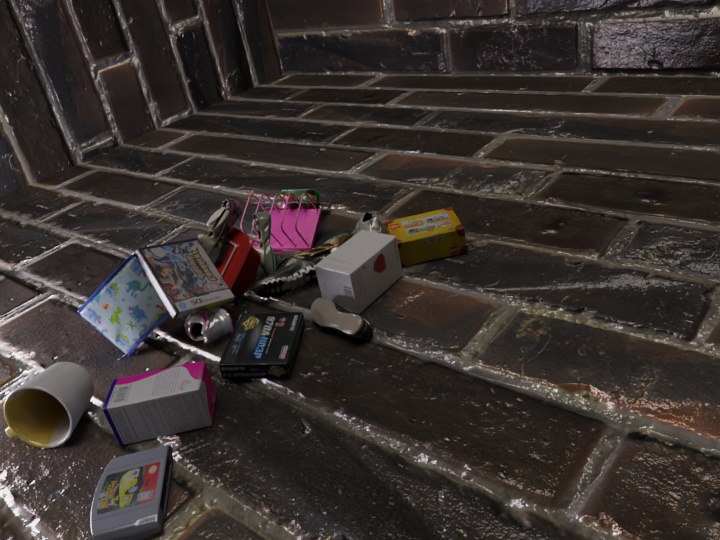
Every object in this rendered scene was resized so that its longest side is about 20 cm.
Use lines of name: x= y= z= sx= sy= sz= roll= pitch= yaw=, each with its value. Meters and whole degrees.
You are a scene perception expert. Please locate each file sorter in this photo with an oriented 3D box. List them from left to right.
file sorter: x=-0.241 y=-0.153 z=1.957 sx=0.198 sy=0.126 sz=0.140 roll=1 pitch=62 yaw=22

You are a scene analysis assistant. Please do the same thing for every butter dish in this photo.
butter dish: x=-0.347 y=-0.007 z=1.790 sx=0.199 sy=0.147 sz=0.201 roll=26 pitch=90 yaw=45

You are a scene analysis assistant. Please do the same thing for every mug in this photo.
mug: x=-0.675 y=0.276 z=1.412 sx=0.184 sy=0.151 sz=0.153 roll=-1 pitch=22 yaw=6

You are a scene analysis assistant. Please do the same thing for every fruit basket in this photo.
fruit basket: x=-0.216 y=-0.225 z=2.100 sx=0.183 sy=0.095 sz=0.200 roll=1 pitch=-1 yaw=23

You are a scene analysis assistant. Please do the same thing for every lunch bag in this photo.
lunch bag: x=-0.569 y=0.085 z=1.614 sx=0.200 sy=0.170 sz=0.127 roll=-48 pitch=11 yaw=-7

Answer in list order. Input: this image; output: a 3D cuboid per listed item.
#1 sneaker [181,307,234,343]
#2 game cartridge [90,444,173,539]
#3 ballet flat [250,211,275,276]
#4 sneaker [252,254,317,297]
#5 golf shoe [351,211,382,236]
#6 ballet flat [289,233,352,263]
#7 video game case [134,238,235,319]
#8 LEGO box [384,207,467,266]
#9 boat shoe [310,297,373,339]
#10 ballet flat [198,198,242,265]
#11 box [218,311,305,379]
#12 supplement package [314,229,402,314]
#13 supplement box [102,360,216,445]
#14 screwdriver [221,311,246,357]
sneaker: x=-0.409 y=0.123 z=1.634 sx=0.199 sy=0.082 sz=0.088 roll=15 pitch=37 yaw=41
game cartridge: x=-0.417 y=0.408 z=1.187 sx=0.132 sy=0.041 sz=0.200 roll=-17 pitch=29 yaw=-1
ballet flat: x=-0.279 y=-0.070 z=1.839 sx=0.063 sy=0.202 sz=0.067 roll=0 pitch=-17 yaw=-20
sneaker: x=-0.201 y=0.011 z=1.748 sx=0.198 sy=0.067 sz=0.091 roll=-19 pitch=51 yaw=-20
golf shoe: x=0.029 y=-0.100 z=1.827 sx=0.078 sy=0.098 sz=0.200 roll=9 pitch=23 yaw=-26
ballet flat: x=-0.104 y=-0.039 z=1.831 sx=0.198 sy=0.068 sz=0.073 roll=-20 pitch=50 yaw=-13
video game case: x=-0.429 y=0.014 z=1.599 sx=0.180 sy=0.026 sz=0.201 roll=-16 pitch=64 yaw=-49
LEGO box: x=0.178 y=-0.093 z=1.794 sx=0.198 sy=0.078 sz=0.149 roll=-13 pitch=29 yaw=0
boat shoe: x=-0.047 y=0.120 z=1.544 sx=0.199 sy=0.057 sz=0.067 roll=20 pitch=78 yaw=49
ballet flat: x=-0.381 y=-0.099 z=1.708 sx=0.069 sy=0.071 sz=0.201 roll=29 pitch=92 yaw=42
box: x=-0.223 y=0.171 z=1.504 sx=0.157 sy=0.046 sz=0.201 roll=-1 pitch=31 yaw=8
supplement package: x=0.000 y=0.000 z=1.653 sx=0.119 sy=0.122 sz=0.200 roll=12 pitch=38 yaw=37
supplement box: x=-0.410 y=0.273 z=1.351 sx=0.198 sy=0.104 sz=0.101 roll=-13 pitch=28 yaw=1
screwdriver: x=-0.304 y=0.153 z=1.589 sx=0.028 sy=0.029 sz=0.201 roll=-6 pitch=35 yaw=10
